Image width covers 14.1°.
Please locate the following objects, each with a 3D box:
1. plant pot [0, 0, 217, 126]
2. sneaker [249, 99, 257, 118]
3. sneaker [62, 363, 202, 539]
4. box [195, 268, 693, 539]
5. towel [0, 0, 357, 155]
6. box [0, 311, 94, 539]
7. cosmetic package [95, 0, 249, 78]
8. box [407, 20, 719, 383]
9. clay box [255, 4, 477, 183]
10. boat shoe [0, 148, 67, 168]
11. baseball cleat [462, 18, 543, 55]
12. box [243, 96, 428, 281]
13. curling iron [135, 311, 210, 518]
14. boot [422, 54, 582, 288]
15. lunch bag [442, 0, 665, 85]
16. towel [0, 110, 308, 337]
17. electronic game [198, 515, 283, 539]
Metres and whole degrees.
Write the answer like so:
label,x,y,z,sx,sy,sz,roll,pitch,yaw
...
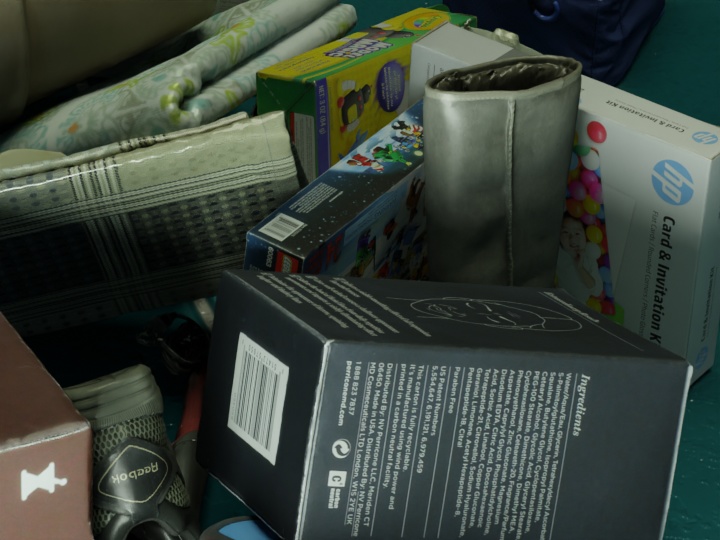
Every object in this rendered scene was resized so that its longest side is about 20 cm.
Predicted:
label,x,y,z,sx,sy,sz,roll,pitch,yaw
plant pot,-0.184,-0.195,1.782,0.172,0.201,0.200,-11,35,-17
sneaker,-0.024,-0.087,1.783,0.077,0.083,0.200,11,32,11
sneaker,-0.134,0.114,1.445,0.076,0.115,0.199,-15,-2,-22
box,0.038,0.071,1.448,0.199,0.108,0.148,3,12,-23
towel,-0.113,-0.113,1.767,0.171,0.048,0.200,-20,12,43
box,-0.239,0.107,1.376,0.163,0.167,0.200,-14,36,-26
cosmetic package,-0.130,-0.169,1.903,0.199,0.083,0.051,7,32,3
box,0.115,-0.037,1.650,0.199,0.157,0.041,24,38,27
clay box,0.015,-0.084,1.729,0.047,0.116,0.200,11,23,34
boat shoe,-0.155,-0.026,1.660,0.199,0.062,0.072,7,57,-49
baseball cleat,0.118,-0.059,1.719,0.200,0.107,0.070,37,45,14
box,0.000,0.000,1.595,0.038,0.137,0.200,24,38,22
curling iron,-0.098,0.089,1.546,0.049,0.026,0.200,34,28,-24
boot,0.046,-0.004,1.547,0.181,0.201,0.072,-24,41,-36
lunch bag,0.134,-0.220,1.963,0.135,0.133,0.200,13,33,14
towel,-0.122,-0.027,1.562,0.199,0.193,0.035,-11,65,0
electronic game,0.016,0.162,1.370,0.199,0.042,0.200,19,10,-4
